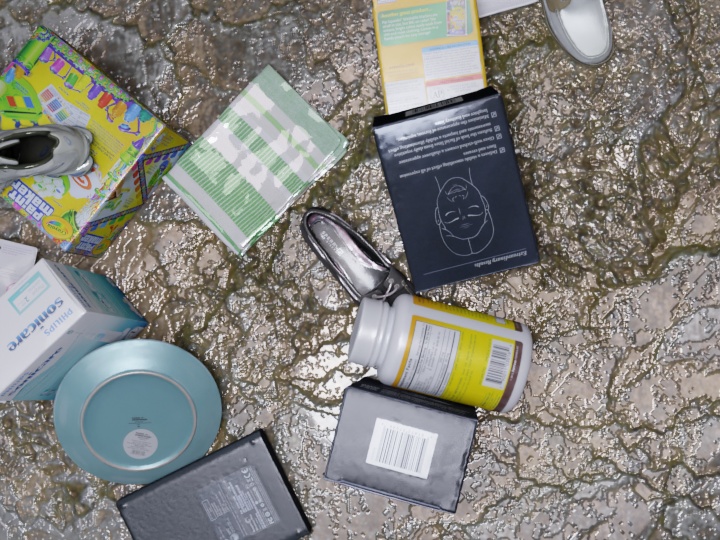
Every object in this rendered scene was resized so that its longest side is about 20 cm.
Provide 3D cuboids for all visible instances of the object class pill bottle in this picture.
[{"bbox_3d":[0.090,0.092,1.185,0.200,0.109,0.109,15,88,-4],"label":"pill bottle"}]

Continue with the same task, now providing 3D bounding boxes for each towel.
[{"bbox_3d":[-0.132,-0.137,1.280,0.153,0.023,0.200,44,91,7],"label":"towel"}]

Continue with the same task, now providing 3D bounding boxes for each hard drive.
[{"bbox_3d":[-0.179,0.300,1.244,0.200,0.033,0.140,-27,90,3],"label":"hard drive"}]

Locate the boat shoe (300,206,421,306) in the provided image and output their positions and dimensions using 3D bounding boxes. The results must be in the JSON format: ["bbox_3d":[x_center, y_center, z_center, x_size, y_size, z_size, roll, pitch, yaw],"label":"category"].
[{"bbox_3d":[0.000,0.000,1.240,0.200,0.057,0.067,45,91,7],"label":"boat shoe"}]

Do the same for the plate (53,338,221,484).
[{"bbox_3d":[-0.265,0.177,1.222,0.200,0.026,0.200,-4,112,-11],"label":"plate"}]

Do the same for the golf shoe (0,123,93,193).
[{"bbox_3d":[-0.407,-0.131,1.148,0.200,0.097,0.078,-12,88,7],"label":"golf shoe"}]

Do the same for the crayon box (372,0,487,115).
[{"bbox_3d":[0.086,-0.257,1.239,0.126,0.052,0.200,-7,96,5],"label":"crayon box"}]

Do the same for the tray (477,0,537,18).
[{"bbox_3d":[0.146,-0.413,1.272,0.107,0.022,0.200,-15,85,4],"label":"tray"}]

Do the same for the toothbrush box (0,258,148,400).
[{"bbox_3d":[-0.358,0.075,1.197,0.146,0.200,0.085,-43,81,2],"label":"toothbrush box"}]

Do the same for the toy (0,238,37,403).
[{"bbox_3d":[-0.476,0.056,1.288,0.115,0.047,0.200,13,91,3],"label":"toy"}]

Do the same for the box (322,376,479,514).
[{"bbox_3d":[0.051,0.191,1.151,0.148,0.200,0.104,14,88,7],"label":"box"}]

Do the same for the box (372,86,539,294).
[{"bbox_3d":[0.110,-0.095,1.183,0.148,0.107,0.200,-14,103,6],"label":"box"}]

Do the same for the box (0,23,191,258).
[{"bbox_3d":[-0.355,-0.153,1.252,0.200,0.122,0.193,40,91,6],"label":"box"}]

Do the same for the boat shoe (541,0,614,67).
[{"bbox_3d":[0.252,-0.343,1.233,0.075,0.068,0.200,-23,85,4],"label":"boat shoe"}]
